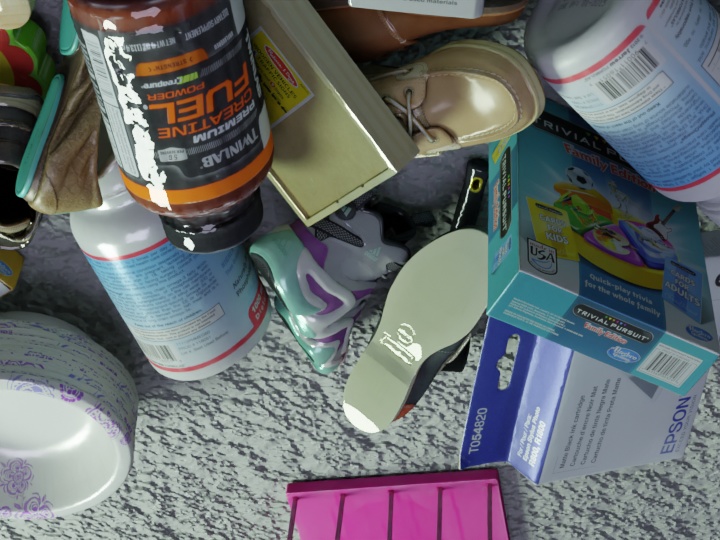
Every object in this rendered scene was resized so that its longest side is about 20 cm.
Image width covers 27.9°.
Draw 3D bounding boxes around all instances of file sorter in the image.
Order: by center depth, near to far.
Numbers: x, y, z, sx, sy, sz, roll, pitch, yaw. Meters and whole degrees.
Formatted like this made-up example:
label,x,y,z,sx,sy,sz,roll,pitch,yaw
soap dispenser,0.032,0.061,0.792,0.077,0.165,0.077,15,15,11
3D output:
label,x,y,z,sx,sy,sz,roll,pitch,yaw
file sorter,0.036,0.282,1.326,0.197,0.126,0.140,-5,131,10

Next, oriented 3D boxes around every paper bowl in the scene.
label,x,y,z,sx,sy,sz,roll,pitch,yaw
paper bowl,-0.286,0.113,1.213,0.198,0.105,0.202,-1,139,-1

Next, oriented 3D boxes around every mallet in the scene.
label,x,y,z,sx,sy,sz,roll,pitch,yaw
mallet,0.081,0.002,1.139,0.065,0.041,0.201,16,127,-7

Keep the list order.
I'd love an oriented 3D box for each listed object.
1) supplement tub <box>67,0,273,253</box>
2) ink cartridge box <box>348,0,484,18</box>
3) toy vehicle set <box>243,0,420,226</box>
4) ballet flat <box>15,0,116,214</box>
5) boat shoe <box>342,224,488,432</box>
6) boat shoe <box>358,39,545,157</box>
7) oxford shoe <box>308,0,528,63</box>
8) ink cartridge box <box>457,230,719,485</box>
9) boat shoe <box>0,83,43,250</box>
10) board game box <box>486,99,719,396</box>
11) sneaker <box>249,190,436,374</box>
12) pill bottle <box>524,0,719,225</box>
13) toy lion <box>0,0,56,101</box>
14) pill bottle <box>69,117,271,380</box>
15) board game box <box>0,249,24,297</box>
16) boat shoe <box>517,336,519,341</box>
label,x,y,z,sx,sy,sz,roll,pitch,yaw
supplement tub,-0.114,-0.110,0.925,0.105,0.108,0.202,-4,130,9
ink cartridge box,0.042,-0.271,0.828,0.083,0.145,0.202,6,132,2
toy vehicle set,-0.059,-0.131,0.964,0.201,0.027,0.124,52,146,-9
ballet flat,-0.174,-0.133,0.972,0.072,0.068,0.203,12,93,-26
boat shoe,0.053,0.041,1.114,0.071,0.062,0.201,40,121,15
boat shoe,0.037,-0.104,0.969,0.199,0.064,0.072,-3,120,50
oxford shoe,0.020,-0.174,0.971,0.197,0.072,0.072,2,136,18
ink cartridge box,0.183,0.071,1.107,0.198,0.041,0.202,-6,123,-24
boat shoe,-0.267,-0.059,1.061,0.073,0.074,0.201,2,153,-8
board game box,0.162,-0.026,0.994,0.149,0.201,0.047,22,130,-14
sneaker,0.000,0.000,1.121,0.139,0.078,0.200,-34,160,-7
pill bottle,0.209,-0.118,0.960,0.108,0.109,0.200,-34,120,30
toy lion,-0.306,-0.175,1.009,0.198,0.069,0.192,21,138,-14
pill bottle,-0.150,-0.022,1.090,0.107,0.109,0.201,-12,129,16
board game box,-0.392,-0.028,1.153,0.152,0.041,0.200,-27,124,26
boat shoe,0.157,0.047,1.151,0.073,0.061,0.201,-14,129,16
